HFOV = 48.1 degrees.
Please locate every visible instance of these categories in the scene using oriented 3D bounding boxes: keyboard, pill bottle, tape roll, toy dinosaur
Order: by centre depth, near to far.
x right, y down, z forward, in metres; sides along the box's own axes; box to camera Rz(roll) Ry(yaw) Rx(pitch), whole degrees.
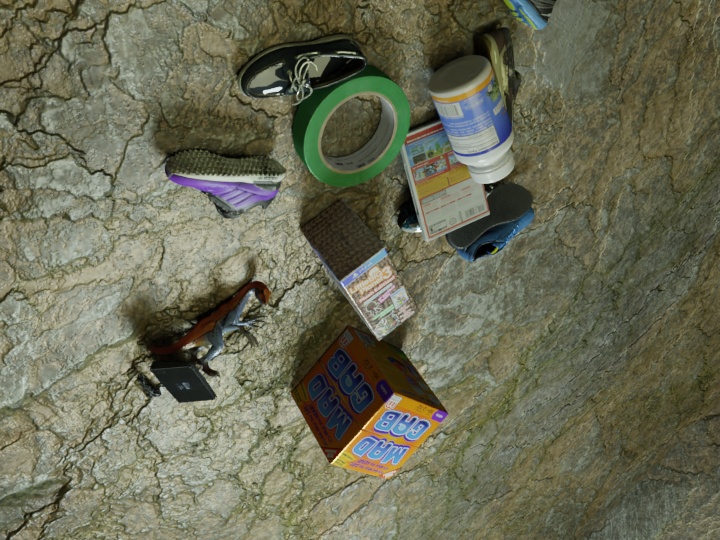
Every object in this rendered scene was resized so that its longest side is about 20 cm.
[{"bbox_3d":[-0.014,-0.236,1.327,0.198,0.048,0.202,-19,135,-21],"label":"tape roll"},{"bbox_3d":[0.199,-0.254,1.385,0.111,0.112,0.201,-33,125,-6],"label":"pill bottle"},{"bbox_3d":[-0.241,0.094,1.431,0.198,0.105,0.184,20,93,-31],"label":"toy dinosaur"},{"bbox_3d":[-0.337,0.201,1.447,0.125,0.021,0.201,-5,153,1],"label":"keyboard"}]

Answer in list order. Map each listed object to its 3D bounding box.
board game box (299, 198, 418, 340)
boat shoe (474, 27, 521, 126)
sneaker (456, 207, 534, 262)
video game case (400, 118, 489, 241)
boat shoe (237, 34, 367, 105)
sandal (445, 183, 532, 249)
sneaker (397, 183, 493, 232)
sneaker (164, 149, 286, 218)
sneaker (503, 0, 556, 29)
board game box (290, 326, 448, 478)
[{"bbox_3d":[0.000,0.000,1.461,0.096,0.160,0.201,-36,139,-4],"label":"board game box"},{"bbox_3d":[0.252,-0.331,1.416,0.065,0.072,0.202,-27,133,-5],"label":"boat shoe"},{"bbox_3d":[0.289,-0.071,1.670,0.198,0.079,0.066,-24,135,-18],"label":"sneaker"},{"bbox_3d":[0.153,-0.171,1.465,0.142,0.017,0.202,-23,112,-17],"label":"video game case"},{"bbox_3d":[-0.085,-0.297,1.211,0.198,0.062,0.075,-18,137,-21],"label":"boat shoe"},{"bbox_3d":[0.254,-0.113,1.625,0.199,0.077,0.043,-29,180,-9],"label":"sandal"},{"bbox_3d":[0.163,-0.110,1.551,0.198,0.075,0.087,-22,151,-11],"label":"sneaker"},{"bbox_3d":[-0.214,-0.125,1.264,0.198,0.070,0.100,0,128,-35],"label":"sneaker"},{"bbox_3d":[0.261,-0.476,1.307,0.199,0.071,0.083,33,90,-48],"label":"sneaker"},{"bbox_3d":[0.018,0.279,1.687,0.200,0.200,0.199,-49,137,12],"label":"board game box"}]
